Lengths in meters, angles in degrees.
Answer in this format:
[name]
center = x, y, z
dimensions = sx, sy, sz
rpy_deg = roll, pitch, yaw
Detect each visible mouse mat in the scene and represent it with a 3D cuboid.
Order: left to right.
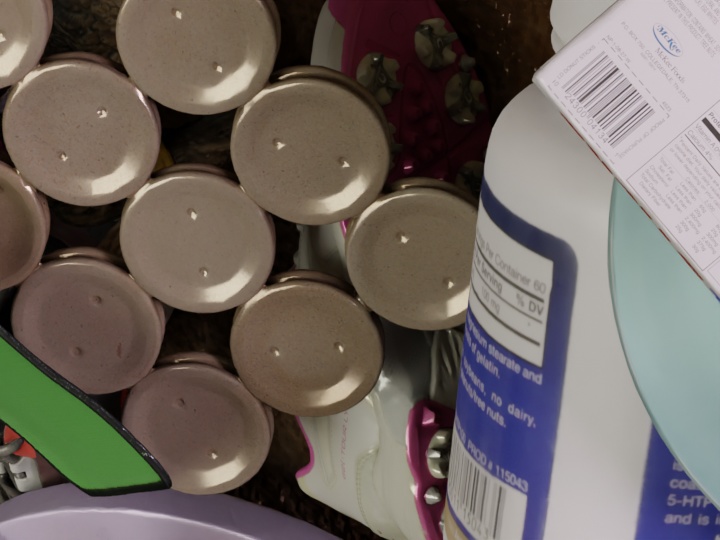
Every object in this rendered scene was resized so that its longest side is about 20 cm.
[mouse mat]
center = -0.148, 0.007, 0.984
dimensions = 0.200, 0.008, 0.161
rpy_deg = 41, 166, -9

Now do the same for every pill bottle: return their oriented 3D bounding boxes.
[pill bottle]
center = 0.092, 0.003, 0.883
dimensions = 0.119, 0.119, 0.201
rpy_deg = 24, 119, 35

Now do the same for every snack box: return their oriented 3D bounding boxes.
[snack box]
center = 0.134, 0.004, 0.768
dimensions = 0.072, 0.024, 0.200
rpy_deg = -40, 91, 2

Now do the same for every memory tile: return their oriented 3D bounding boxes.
[memory tile]
center = -0.067, -0.028, 0.933
dimensions = 0.153, 0.017, 0.200
rpy_deg = -38, 108, 25

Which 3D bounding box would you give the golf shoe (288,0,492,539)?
[golf shoe]
center = 0.000, 0.000, 1.003
dimensions = 0.091, 0.075, 0.201
rpy_deg = 7, 110, 45

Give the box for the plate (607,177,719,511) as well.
[plate]
center = 0.164, -0.007, 0.791
dimensions = 0.199, 0.026, 0.201
rpy_deg = 0, 94, 4

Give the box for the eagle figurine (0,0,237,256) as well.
[eagle figurine]
center = -0.079, -0.117, 0.985
dimensions = 0.150, 0.152, 0.201
rpy_deg = -17, 115, 10

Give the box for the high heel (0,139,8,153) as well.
[high heel]
center = -0.164, -0.062, 1.071
dimensions = 0.067, 0.200, 0.096
rpy_deg = -26, 96, 8

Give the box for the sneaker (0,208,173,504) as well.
[sneaker]
center = -0.124, 0.055, 1.131
dimensions = 0.077, 0.082, 0.201
rpy_deg = 27, 123, 33

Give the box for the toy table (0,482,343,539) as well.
[toy table]
center = -0.079, 0.158, 1.062
dimensions = 0.199, 0.117, 0.185
rpy_deg = -2, 119, 26
